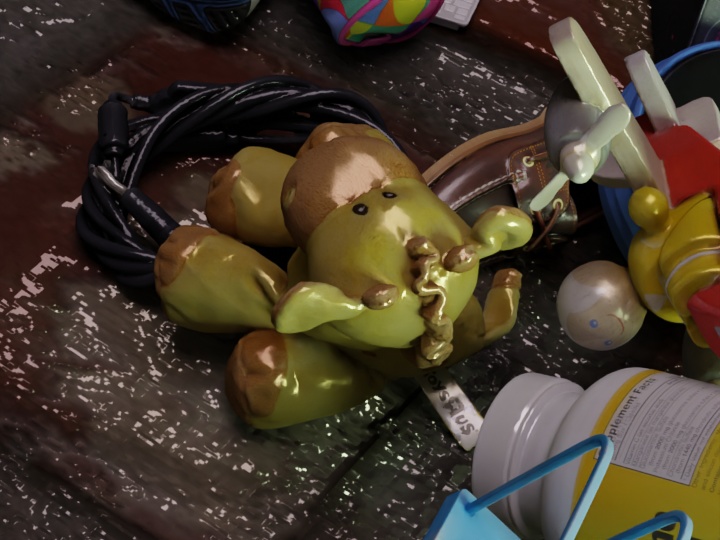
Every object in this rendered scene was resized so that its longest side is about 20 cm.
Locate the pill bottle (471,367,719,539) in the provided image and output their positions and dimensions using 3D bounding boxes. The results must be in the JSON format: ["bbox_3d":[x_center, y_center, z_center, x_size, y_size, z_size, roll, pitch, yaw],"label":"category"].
[{"bbox_3d":[0.156,0.109,0.879,0.199,0.113,0.112,13,41,36],"label":"pill bottle"}]

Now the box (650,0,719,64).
[{"bbox_3d":[0.253,-0.199,1.222,0.105,0.123,0.201,7,46,-4],"label":"box"}]

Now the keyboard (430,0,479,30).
[{"bbox_3d":[-0.016,-0.207,1.262,0.199,0.011,0.056,18,47,7],"label":"keyboard"}]

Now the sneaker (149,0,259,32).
[{"bbox_3d":[-0.141,-0.223,1.223,0.199,0.076,0.077,34,40,12],"label":"sneaker"}]

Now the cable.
[{"bbox_3d":[-0.060,-0.046,1.076,0.199,0.051,0.164,7,47,-4],"label":"cable"}]

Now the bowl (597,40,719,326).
[{"bbox_3d":[0.235,-0.045,1.090,0.199,0.039,0.202,10,61,-18],"label":"bowl"}]

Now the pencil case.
[{"bbox_3d":[-0.022,-0.236,1.215,0.088,0.089,0.201,-19,67,-25],"label":"pencil case"}]

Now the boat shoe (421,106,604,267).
[{"bbox_3d":[0.101,-0.047,1.089,0.200,0.071,0.070,-32,55,-33],"label":"boat shoe"}]

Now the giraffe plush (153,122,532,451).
[{"bbox_3d":[0.000,0.000,0.937,0.200,0.162,0.173,37,76,7],"label":"giraffe plush"}]

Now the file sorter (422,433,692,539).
[{"bbox_3d":[0.114,0.190,0.781,0.200,0.123,0.139,44,49,-10],"label":"file sorter"}]

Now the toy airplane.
[{"bbox_3d":[0.152,-0.019,0.936,0.141,0.199,0.200,-36,78,0],"label":"toy airplane"}]
